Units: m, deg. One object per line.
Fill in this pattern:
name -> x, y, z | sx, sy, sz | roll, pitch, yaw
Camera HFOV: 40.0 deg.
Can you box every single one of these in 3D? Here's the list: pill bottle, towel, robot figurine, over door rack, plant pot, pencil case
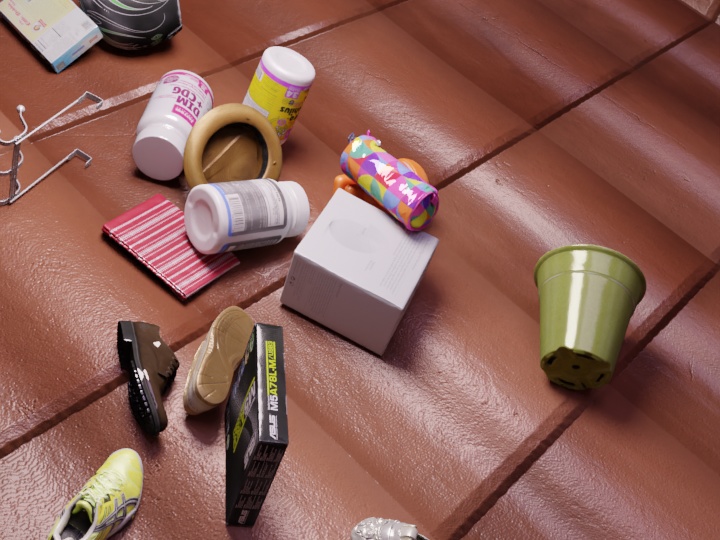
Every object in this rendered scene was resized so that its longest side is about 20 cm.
pill bottle -> -0.165, -0.302, 1.824 | 0.103, 0.202, 0.105 | 20, 35, -14
towel -> -0.316, -0.042, 1.645 | 0.199, 0.023, 0.144 | 38, 43, 14
robot figurine -> 0.046, -0.144, 1.824 | 0.197, 0.143, 0.119 | -11, 85, -30
over door rack -> -0.528, -0.208, 1.632 | 0.066, 0.149, 0.199 | 41, 46, 13
plant pot -> 0.381, 0.094, 1.694 | 0.197, 0.201, 0.192 | 20, 56, -2
pill bottle -> -0.188, -0.095, 1.671 | 0.198, 0.115, 0.114 | -10, 50, -44
pencil case -> 0.049, -0.155, 1.689 | 0.088, 0.089, 0.200 | -22, 55, -37
pill bottle -> -0.339, -0.262, 1.785 | 0.111, 0.114, 0.202 | 16, 43, -6

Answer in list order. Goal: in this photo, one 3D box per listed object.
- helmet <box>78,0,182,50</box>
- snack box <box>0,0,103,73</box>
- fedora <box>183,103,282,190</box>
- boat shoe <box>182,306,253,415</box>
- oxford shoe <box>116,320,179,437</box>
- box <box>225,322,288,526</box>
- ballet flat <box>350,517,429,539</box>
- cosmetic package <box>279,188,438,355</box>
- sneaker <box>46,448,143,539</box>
helmet -> -0.460, -0.539, 1.954 | 0.187, 0.202, 0.202 | -13, 51, -13
snack box -> -0.604, -0.483, 1.917 | 0.116, 0.037, 0.200 | -41, 68, -12
fedora -> -0.237, -0.198, 1.763 | 0.198, 0.205, 0.081 | -14, 9, -33
boat shoe -> -0.218, 0.133, 1.473 | 0.074, 0.069, 0.201 | 41, 35, -15
oxford shoe -> -0.296, 0.149, 1.426 | 0.083, 0.073, 0.202 | 0, 47, -25
box -> -0.144, 0.208, 1.335 | 0.047, 0.202, 0.195 | 10, 45, -15
ballet flat -> 0.084, 0.384, 1.353 | 0.197, 0.072, 0.072 | 26, 43, 5
cosmetic package -> 0.000, 0.000, 1.655 | 0.197, 0.124, 0.200 | 26, 42, 6
sneaker -> -0.331, 0.302, 1.256 | 0.074, 0.077, 0.201 | 21, 42, 3
